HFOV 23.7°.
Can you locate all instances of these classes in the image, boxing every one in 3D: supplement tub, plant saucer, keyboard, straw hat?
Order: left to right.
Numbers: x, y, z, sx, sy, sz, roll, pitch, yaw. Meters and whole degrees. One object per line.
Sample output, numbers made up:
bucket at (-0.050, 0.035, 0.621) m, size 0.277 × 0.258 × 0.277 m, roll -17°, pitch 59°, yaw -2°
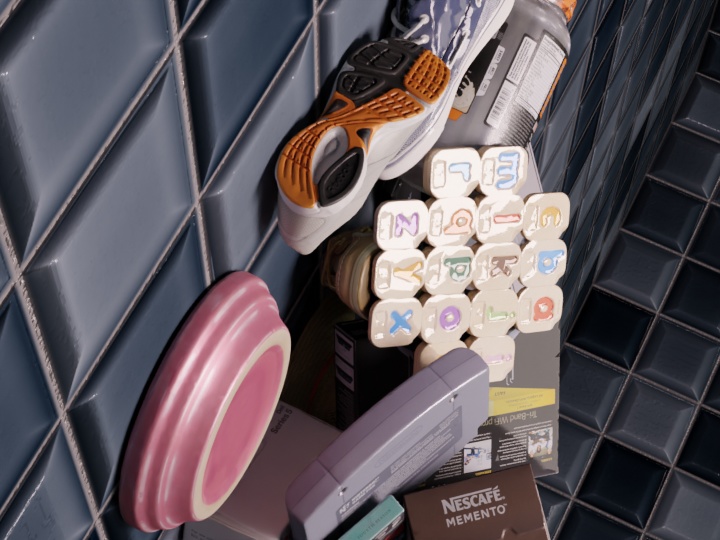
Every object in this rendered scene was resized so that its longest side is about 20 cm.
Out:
plant saucer at (-0.105, 0.102, 1.246) m, size 0.202 × 0.050 × 0.201 m, roll -61°, pitch 167°, yaw -24°
straw hat at (-0.013, 0.116, 1.578) m, size 0.202 × 0.084 × 0.202 m, roll -61°, pitch 166°, yaw -26°
keyboard at (0.029, -0.041, 1.630) m, size 0.200 × 0.020 × 0.128 m, roll 82°, pitch 28°, yaw -66°
supplement tub at (0.104, -0.162, 1.483) m, size 0.202 × 0.121 × 0.123 m, roll -65°, pitch 168°, yaw -8°

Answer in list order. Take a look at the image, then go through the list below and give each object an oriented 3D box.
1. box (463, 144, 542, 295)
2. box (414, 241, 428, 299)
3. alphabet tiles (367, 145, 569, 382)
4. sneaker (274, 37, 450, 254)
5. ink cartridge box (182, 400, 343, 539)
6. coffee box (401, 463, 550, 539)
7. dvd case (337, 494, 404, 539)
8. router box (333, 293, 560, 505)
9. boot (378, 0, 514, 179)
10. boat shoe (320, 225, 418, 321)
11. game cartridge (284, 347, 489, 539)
box at (0.133, -0.071, 1.732) m, size 0.117 × 0.060 × 0.202 m, roll -54°, pitch 137°, yaw -43°
box at (0.061, 0.009, 1.598) m, size 0.200 × 0.034 × 0.111 m, roll -94°, pitch -160°, yaw -78°
alphabet tiles at (0.090, -0.003, 1.422) m, size 0.194 × 0.015 × 0.203 m, roll -5°, pitch 105°, yaw -31°
sneaker at (-0.006, -0.094, 1.289) m, size 0.200 × 0.075 × 0.092 m, roll -48°, pitch 167°, yaw -34°
ink cartridge box at (-0.089, 0.233, 1.473) m, size 0.146 × 0.083 × 0.201 m, roll -53°, pitch 162°, yaw -45°
coffee box at (0.095, 0.231, 1.474) m, size 0.200 × 0.112 × 0.081 m, roll 92°, pitch -15°, yaw -75°
dvd case at (-0.021, 0.263, 1.435) m, size 0.146 × 0.022 × 0.200 m, roll -40°, pitch 162°, yaw -12°
router box at (0.077, 0.113, 1.494) m, size 0.052 × 0.198 × 0.159 m, roll -146°, pitch -128°, yaw -62°
boot at (0.043, -0.176, 1.367) m, size 0.201 × 0.072 × 0.090 m, roll -60°, pitch 143°, yaw -5°
boat shoe at (0.000, 0.000, 1.464) m, size 0.200 × 0.066 × 0.075 m, roll -9°, pitch 112°, yaw -79°
game cartridge at (0.022, 0.148, 1.381) m, size 0.199 × 0.040 × 0.134 m, roll -38°, pitch 159°, yaw -17°
